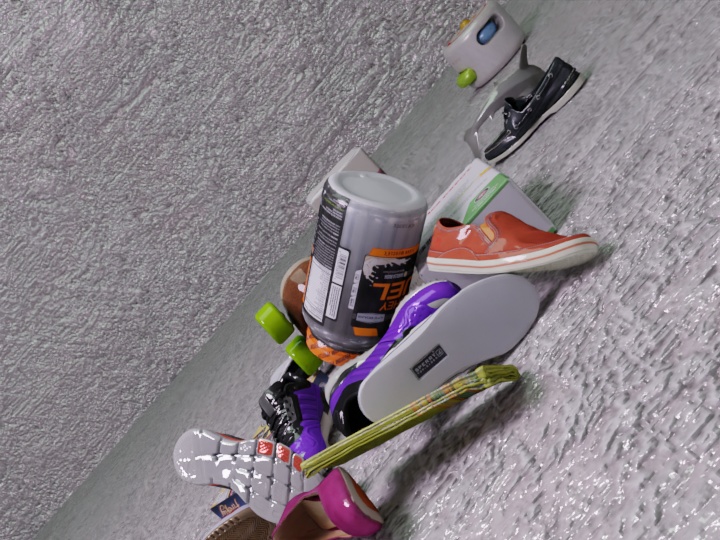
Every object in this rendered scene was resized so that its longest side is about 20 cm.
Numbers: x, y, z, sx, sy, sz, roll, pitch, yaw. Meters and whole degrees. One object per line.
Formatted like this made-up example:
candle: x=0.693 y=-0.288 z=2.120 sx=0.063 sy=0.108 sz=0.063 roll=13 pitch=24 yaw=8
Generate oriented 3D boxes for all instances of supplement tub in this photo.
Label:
supplement tub: x=0.000 y=0.000 z=0.960 sx=0.123 sy=0.120 sz=0.204 roll=-70 pitch=-7 yaw=-66

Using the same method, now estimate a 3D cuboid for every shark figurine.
shark figurine: x=0.257 y=-0.280 z=1.403 sx=0.214 sy=0.089 sz=0.129 roll=-43 pitch=-25 yaw=-15

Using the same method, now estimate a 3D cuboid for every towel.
towel: x=0.044 y=0.132 z=0.733 sx=0.198 sy=0.018 sz=0.086 roll=-32 pitch=-20 yaw=24

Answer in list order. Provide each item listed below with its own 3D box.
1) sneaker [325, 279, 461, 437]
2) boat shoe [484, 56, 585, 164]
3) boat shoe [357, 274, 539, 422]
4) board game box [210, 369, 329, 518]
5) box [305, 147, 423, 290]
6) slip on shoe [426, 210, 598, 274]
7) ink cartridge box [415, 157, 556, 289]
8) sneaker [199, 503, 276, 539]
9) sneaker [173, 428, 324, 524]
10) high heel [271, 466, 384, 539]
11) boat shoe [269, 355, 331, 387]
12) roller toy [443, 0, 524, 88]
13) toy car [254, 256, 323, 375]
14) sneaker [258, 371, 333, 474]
sneaker: x=0.044 y=0.104 z=0.882 sx=0.200 sy=0.069 sz=0.100 roll=-48 pitch=19 yaw=14
boat shoe: x=0.255 y=-0.251 z=1.311 sx=0.199 sy=0.066 sz=0.075 roll=-42 pitch=12 yaw=34
boat shoe: x=0.082 y=0.073 z=0.806 sx=0.199 sy=0.072 sz=0.066 roll=-41 pitch=4 yaw=-1
board game box: x=-0.118 y=0.241 z=1.161 sx=0.135 sy=0.035 sz=0.201 roll=-40 pitch=13 yaw=41
box: x=0.026 y=-0.070 z=1.228 sx=0.109 sy=0.200 sz=0.128 roll=-45 pitch=10 yaw=1
slip on shoe: x=0.141 y=-0.028 z=0.825 sx=0.198 sy=0.073 sz=0.063 roll=2 pitch=92 yaw=51
ink cartridge box: x=0.134 y=-0.044 z=1.007 sx=0.145 sy=0.084 sz=0.200 roll=-47 pitch=11 yaw=8
sneaker: x=-0.171 y=0.328 z=0.965 sx=0.201 sy=0.071 sz=0.113 roll=-50 pitch=13 yaw=4
sneaker: x=-0.109 y=0.218 z=0.925 sx=0.082 sy=0.196 sz=0.079 roll=28 pitch=-101 yaw=-63
high heel: x=-0.035 y=0.231 z=0.758 sx=0.096 sy=0.068 sz=0.200 roll=-40 pitch=-7 yaw=-12
boat shoe: x=-0.071 y=0.136 z=1.285 sx=0.202 sy=0.073 sz=0.066 roll=-56 pitch=12 yaw=17
roller toy: x=0.296 y=-0.555 z=2.049 sx=0.182 sy=0.140 sz=0.201 roll=-40 pitch=12 yaw=36
toy car: x=-0.014 y=0.078 z=1.109 sx=0.164 sy=0.158 sz=0.199 roll=-45 pitch=42 yaw=-7
sneaker: x=-0.086 y=0.190 z=1.019 sx=0.070 sy=0.099 sz=0.201 roll=-44 pitch=14 yaw=16
